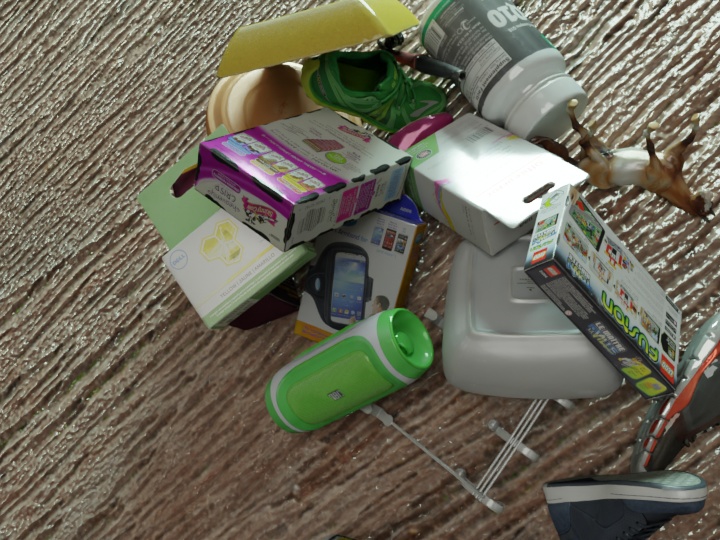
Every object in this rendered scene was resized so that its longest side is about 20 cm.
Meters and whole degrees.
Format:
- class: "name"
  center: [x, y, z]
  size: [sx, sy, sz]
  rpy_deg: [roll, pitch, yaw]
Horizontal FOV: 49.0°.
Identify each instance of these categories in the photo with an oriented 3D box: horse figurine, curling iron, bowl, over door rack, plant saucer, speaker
- class: "horse figurine"
  center: [0.293, -0.125, 0.876]
  size: [0.200, 0.133, 0.050]
  rpy_deg: [12, 61, 27]
- class: "curling iron"
  center: [0.068, -0.261, 0.963]
  size: [0.026, 0.050, 0.200]
  rpy_deg: [-34, 39, -6]
- class: "bowl"
  center: [0.186, 0.033, 0.848]
  size: [0.200, 0.075, 0.200]
  rpy_deg: [0, 55, 14]
- class: "over door rack"
  center: [0.121, 0.154, 0.890]
  size: [0.200, 0.067, 0.148]
  rpy_deg: [33, 87, 33]
- class: "plant saucer"
  center: [-0.091, -0.184, 0.985]
  size: [0.200, 0.032, 0.201]
  rpy_deg: [8, 62, -15]
- class: "plant saucer"
  center: [-0.046, -0.273, 0.897]
  size: [0.200, 0.200, 0.049]
  rpy_deg: [-9, 107, 17]
- class: "speaker"
  center: [-0.016, 0.116, 0.894]
  size: [0.200, 0.088, 0.089]
  rpy_deg: [-32, 69, 32]

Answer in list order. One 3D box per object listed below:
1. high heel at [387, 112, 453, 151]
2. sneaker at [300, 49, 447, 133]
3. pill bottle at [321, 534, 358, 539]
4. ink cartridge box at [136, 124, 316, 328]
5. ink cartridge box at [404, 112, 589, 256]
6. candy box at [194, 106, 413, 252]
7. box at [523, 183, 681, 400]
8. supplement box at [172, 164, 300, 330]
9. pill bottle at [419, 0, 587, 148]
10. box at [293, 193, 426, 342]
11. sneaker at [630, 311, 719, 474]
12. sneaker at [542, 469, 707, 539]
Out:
- class: "high heel"
  center: [0.048, -0.102, 0.959]
  size: [0.200, 0.067, 0.096]
  rpy_deg: [-36, 60, 12]
- class: "sneaker"
  center: [0.028, -0.214, 0.943]
  size: [0.084, 0.200, 0.074]
  rpy_deg: [-14, 73, 57]
- class: "pill bottle"
  center: [0.041, 0.357, 0.831]
  size: [0.200, 0.112, 0.112]
  rpy_deg: [8, 80, 24]
- class: "ink cartridge box"
  center: [-0.164, -0.054, 0.902]
  size: [0.145, 0.048, 0.200]
  rpy_deg: [-38, 79, 7]
- class: "ink cartridge box"
  center: [0.145, -0.092, 0.874]
  size: [0.117, 0.067, 0.200]
  rpy_deg: [-32, 42, -16]
- class: "candy box"
  center: [-0.057, -0.105, 0.849]
  size: [0.136, 0.200, 0.061]
  rpy_deg: [35, 129, 25]
- class: "box"
  center: [0.241, 0.021, 0.766]
  size: [0.035, 0.200, 0.110]
  rpy_deg: [-27, 28, 42]
- class: "supplement box"
  center: [-0.157, -0.036, 0.990]
  size: [0.086, 0.110, 0.200]
  rpy_deg: [-22, 72, 12]
- class: "pill bottle"
  center: [0.168, -0.243, 0.934]
  size: [0.113, 0.113, 0.200]
  rpy_deg: [-38, 70, 6]
- class: "box"
  center: [0.000, 0.000, 0.935]
  size: [0.119, 0.041, 0.200]
  rpy_deg: [19, 107, 19]
- class: "sneaker"
  center: [0.353, 0.143, 0.813]
  size: [0.082, 0.077, 0.200]
  rpy_deg: [31, 91, 11]
- class: "sneaker"
  center: [0.265, 0.271, 0.763]
  size: [0.077, 0.202, 0.146]
  rpy_deg: [-1, 74, -24]
